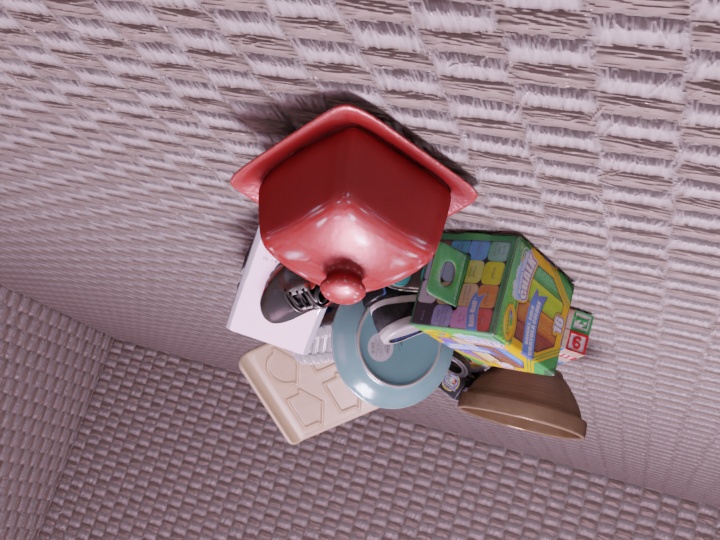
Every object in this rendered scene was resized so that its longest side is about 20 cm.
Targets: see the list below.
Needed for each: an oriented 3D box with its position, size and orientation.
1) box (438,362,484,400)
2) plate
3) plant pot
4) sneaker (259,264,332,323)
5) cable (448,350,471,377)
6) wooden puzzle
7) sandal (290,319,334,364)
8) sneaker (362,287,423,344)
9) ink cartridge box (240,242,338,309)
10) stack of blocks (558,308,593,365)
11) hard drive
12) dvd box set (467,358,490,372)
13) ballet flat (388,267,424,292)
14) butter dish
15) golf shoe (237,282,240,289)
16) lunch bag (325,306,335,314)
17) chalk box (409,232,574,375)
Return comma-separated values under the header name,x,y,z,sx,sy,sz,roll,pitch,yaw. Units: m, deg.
name,x,y,z,sx,sy,sz,roll,pitch,yaw
box,0.150,0.166,1.448,0.160,0.044,0.200,37,-172,28
plate,0.053,0.101,1.195,0.199,0.202,0.026,23,168,-20
plant pot,0.258,0.195,1.282,0.199,0.093,0.201,15,167,4
sneaker,-0.068,0.021,1.120,0.200,0.082,0.077,-36,112,26
cable,0.086,0.095,1.275,0.199,0.051,0.097,21,138,4
wooden puzzle,-0.071,0.171,1.351,0.186,0.199,0.046,60,-168,-17
sandal,-0.013,0.103,1.263,0.201,0.083,0.050,-1,-163,18
sneaker,0.091,0.027,1.166,0.199,0.112,0.073,-11,157,-39
ink cartridge box,-0.089,0.008,1.336,0.199,0.051,0.109,20,165,-12
stack of blocks,0.252,0.094,1.219,0.114,0.059,0.200,18,166,1
hard drive,-0.107,0.022,1.189,0.131,0.025,0.201,19,121,-6
dvd box set,0.117,0.094,1.320,0.199,0.030,0.146,34,170,1
ballet flat,0.066,-0.002,1.090,0.199,0.068,0.075,20,175,-21
butter dish,-0.012,-0.037,0.816,0.199,0.149,0.199,28,144,-35
golf shoe,-0.155,0.061,1.332,0.077,0.089,0.199,24,165,-29
lunch bag,-0.059,0.125,1.469,0.075,0.161,0.200,24,-173,-2
chalk box,0.151,0.032,0.985,0.123,0.126,0.200,5,162,41
